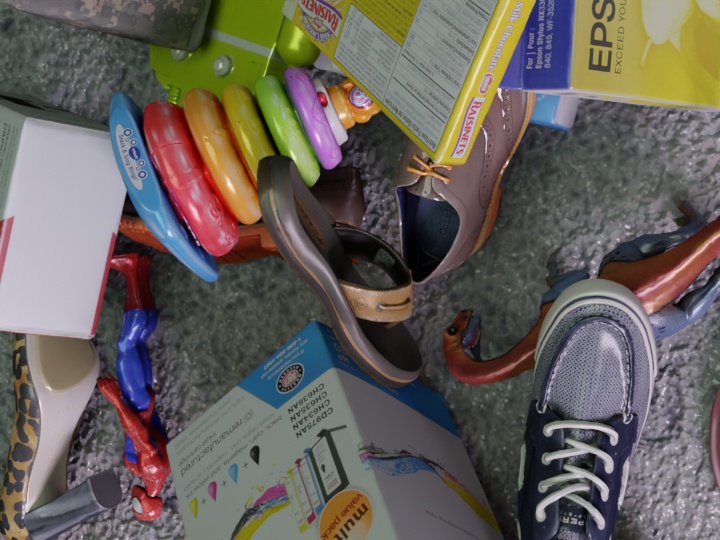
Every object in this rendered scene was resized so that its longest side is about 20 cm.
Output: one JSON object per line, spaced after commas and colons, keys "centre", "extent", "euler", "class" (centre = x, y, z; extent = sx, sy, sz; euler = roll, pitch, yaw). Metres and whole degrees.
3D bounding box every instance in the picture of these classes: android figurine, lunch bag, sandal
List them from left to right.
{"centre": [-0.213, -0.241, 0.812], "extent": [0.200, 0.164, 0.118], "euler": [30, 105, 37], "class": "lunch bag"}
{"centre": [-0.091, -0.193, 0.844], "extent": [0.182, 0.041, 0.200], "euler": [27, 100, 34], "class": "android figurine"}
{"centre": [0.000, 0.000, 0.734], "extent": [0.055, 0.082, 0.200], "euler": [-24, 126, 11], "class": "sandal"}

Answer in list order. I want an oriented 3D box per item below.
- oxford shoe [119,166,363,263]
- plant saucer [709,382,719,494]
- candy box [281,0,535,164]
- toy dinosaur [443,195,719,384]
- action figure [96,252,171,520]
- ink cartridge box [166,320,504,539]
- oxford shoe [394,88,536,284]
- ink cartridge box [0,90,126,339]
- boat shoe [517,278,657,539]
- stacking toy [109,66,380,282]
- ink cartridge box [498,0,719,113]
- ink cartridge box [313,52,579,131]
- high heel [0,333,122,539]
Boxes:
{"centre": [-0.092, -0.047, 0.852], "extent": [0.200, 0.071, 0.073], "euler": [4, 77, 14], "class": "oxford shoe"}
{"centre": [0.315, 0.110, 0.713], "extent": [0.200, 0.051, 0.201], "euler": [1, 92, 21], "class": "plant saucer"}
{"centre": [0.019, -0.155, 0.686], "extent": [0.200, 0.026, 0.102], "euler": [51, 131, 42], "class": "candy box"}
{"centre": [0.140, 0.014, 0.729], "extent": [0.181, 0.200, 0.105], "euler": [-22, 66, -11], "class": "toy dinosaur"}
{"centre": [-0.172, 0.089, 0.890], "extent": [0.052, 0.065, 0.200], "euler": [-10, 87, -1], "class": "action figure"}
{"centre": [-0.009, 0.169, 0.742], "extent": [0.147, 0.145, 0.200], "euler": [-40, 43, 16], "class": "ink cartridge box"}
{"centre": [0.061, -0.079, 0.729], "extent": [0.071, 0.073, 0.200], "euler": [18, 126, 20], "class": "oxford shoe"}
{"centre": [-0.252, -0.050, 0.852], "extent": [0.200, 0.084, 0.144], "euler": [24, 102, 53], "class": "ink cartridge box"}
{"centre": [0.131, 0.110, 0.685], "extent": [0.075, 0.093, 0.200], "euler": [5, 121, 9], "class": "boat shoe"}
{"centre": [-0.050, -0.087, 0.754], "extent": [0.200, 0.110, 0.116], "euler": [-24, 69, 2], "class": "stacking toy"}
{"centre": [0.151, -0.200, 0.695], "extent": [0.047, 0.200, 0.198], "euler": [8, 97, 56], "class": "ink cartridge box"}
{"centre": [0.055, -0.173, 0.790], "extent": [0.200, 0.067, 0.116], "euler": [16, 99, 19], "class": "ink cartridge box"}
{"centre": [-0.267, 0.117, 0.931], "extent": [0.143, 0.071, 0.200], "euler": [-29, 72, 35], "class": "high heel"}
